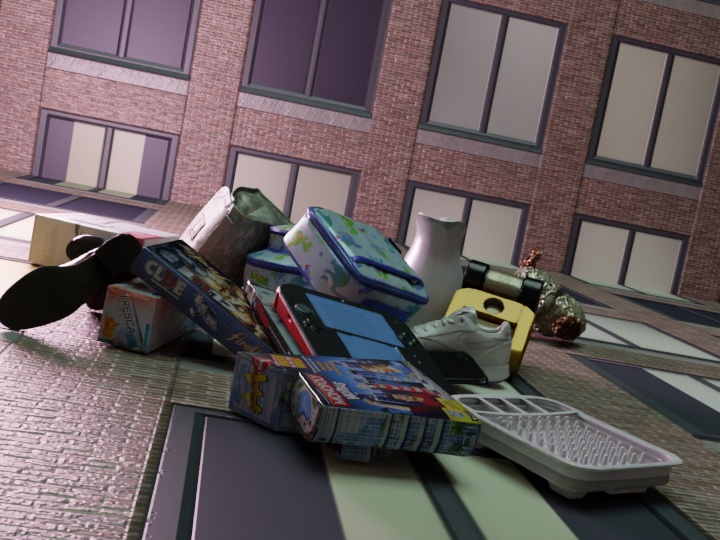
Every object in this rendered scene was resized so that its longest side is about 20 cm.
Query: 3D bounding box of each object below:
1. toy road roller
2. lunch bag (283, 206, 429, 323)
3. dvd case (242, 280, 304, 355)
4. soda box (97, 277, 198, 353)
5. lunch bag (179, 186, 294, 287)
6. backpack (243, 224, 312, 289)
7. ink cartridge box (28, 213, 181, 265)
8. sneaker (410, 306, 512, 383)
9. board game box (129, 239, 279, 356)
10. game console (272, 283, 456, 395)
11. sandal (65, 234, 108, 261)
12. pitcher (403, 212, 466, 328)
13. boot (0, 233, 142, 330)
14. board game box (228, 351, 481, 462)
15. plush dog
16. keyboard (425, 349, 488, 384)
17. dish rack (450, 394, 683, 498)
[{"bbox_3d":[0.195,0.095,1.368,0.122,0.147,0.201,17,45,15],"label":"toy road roller"},{"bbox_3d":[0.000,0.000,1.254,0.199,0.083,0.161,21,28,-52],"label":"lunch bag"},{"bbox_3d":[-0.049,0.081,1.082,0.145,0.022,0.200,19,15,-30],"label":"dvd case"},{"bbox_3d":[-0.251,0.047,1.119,0.063,0.069,0.200,14,7,6],"label":"soda box"},{"bbox_3d":[-0.219,-0.047,1.467,0.117,0.164,0.200,43,12,7],"label":"lunch bag"},{"bbox_3d":[-0.087,0.006,1.415,0.181,0.149,0.200,10,9,17],"label":"backpack"},{"bbox_3d":[-0.416,-0.036,1.485,0.197,0.086,0.146,11,6,13],"label":"ink cartridge box"},{"bbox_3d":[0.110,0.090,1.234,0.197,0.101,0.075,10,9,-1],"label":"sneaker"},{"bbox_3d":[-0.169,0.041,1.090,0.199,0.035,0.135,39,9,2],"label":"board game box"},{"bbox_3d":[0.002,0.084,1.062,0.198,0.031,0.177,17,17,-32],"label":"game console"},{"bbox_3d":[-0.360,0.000,1.358,0.198,0.076,0.048,18,47,11],"label":"sandal"},{"bbox_3d":[0.116,0.012,1.458,0.120,0.203,0.171,12,6,12],"label":"pitcher"},{"bbox_3d":[-0.346,0.029,1.126,0.185,0.065,0.200,-27,-3,-15],"label":"boot"},{"bbox_3d":[-0.017,0.129,0.855,0.197,0.062,0.200,8,7,-17],"label":"board game box"},{"bbox_3d":[0.359,0.068,1.748,0.171,0.161,0.200,36,11,9],"label":"plush dog"},{"bbox_3d":[0.056,0.127,1.153,0.197,0.040,0.104,5,23,-17],"label":"keyboard"},{"bbox_3d":[0.197,0.175,0.903,0.170,0.044,0.199,7,7,-36],"label":"dish rack"}]
